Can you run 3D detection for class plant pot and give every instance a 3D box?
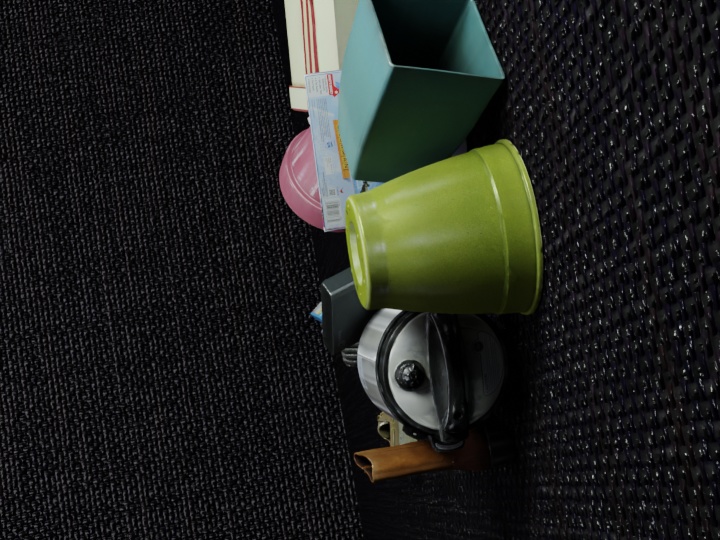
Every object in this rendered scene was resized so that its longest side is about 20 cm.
[{"bbox_3d":[-0.028,-0.197,2.073,0.180,0.197,0.202,119,143,-53],"label":"plant pot"},{"bbox_3d":[0.050,-0.202,1.392,0.201,0.140,0.142,116,148,-44],"label":"plant pot"},{"bbox_3d":[0.085,-0.035,1.352,0.200,0.190,0.203,171,90,-82],"label":"plant pot"}]

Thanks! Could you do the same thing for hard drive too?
[{"bbox_3d":[0.038,0.022,1.587,0.033,0.198,0.140,52,158,30],"label":"hard drive"}]

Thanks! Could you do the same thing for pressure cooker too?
[{"bbox_3d":[0.093,0.120,1.501,0.176,0.179,0.200,41,173,-8],"label":"pressure cooker"}]

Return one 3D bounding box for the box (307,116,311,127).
[{"bbox_3d":[0.013,-0.168,1.820,0.094,0.102,0.202,-18,95,65],"label":"box"}]

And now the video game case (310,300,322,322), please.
[{"bbox_3d":[0.000,0.000,1.844,0.018,0.200,0.143,42,175,-5],"label":"video game case"}]

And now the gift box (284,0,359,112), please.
[{"bbox_3d":[0.018,-0.294,1.629,0.184,0.198,0.189,-154,58,-65],"label":"gift box"}]

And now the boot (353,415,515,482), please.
[{"bbox_3d":[0.090,0.246,1.602,0.188,0.197,0.069,-139,40,-78],"label":"boot"}]

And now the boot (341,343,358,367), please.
[{"bbox_3d":[0.051,0.148,1.769,0.079,0.156,0.214,-18,-76,-72],"label":"boot"}]

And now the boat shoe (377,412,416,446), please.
[{"bbox_3d":[0.065,0.302,2.339,0.201,0.065,0.075,-110,14,-56],"label":"boat shoe"}]

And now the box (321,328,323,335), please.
[{"bbox_3d":[0.022,0.030,1.934,0.048,0.200,0.158,40,166,2],"label":"box"}]

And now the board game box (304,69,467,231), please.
[{"bbox_3d":[0.037,-0.163,1.527,0.041,0.197,0.203,-99,2,-78],"label":"board game box"}]
